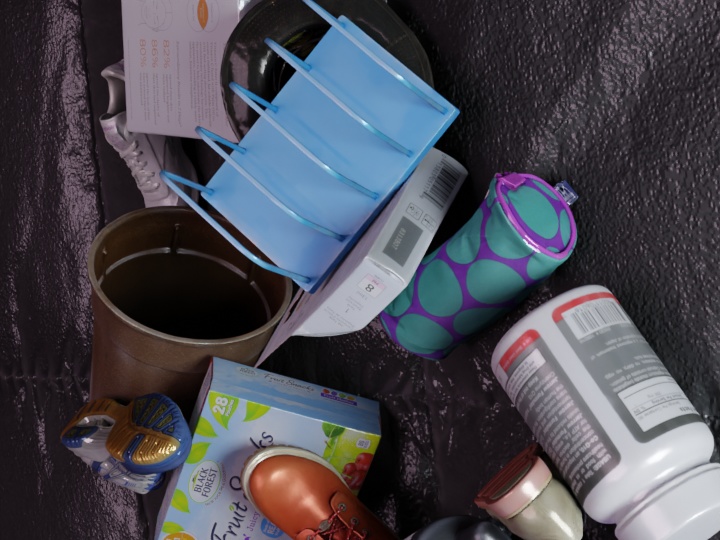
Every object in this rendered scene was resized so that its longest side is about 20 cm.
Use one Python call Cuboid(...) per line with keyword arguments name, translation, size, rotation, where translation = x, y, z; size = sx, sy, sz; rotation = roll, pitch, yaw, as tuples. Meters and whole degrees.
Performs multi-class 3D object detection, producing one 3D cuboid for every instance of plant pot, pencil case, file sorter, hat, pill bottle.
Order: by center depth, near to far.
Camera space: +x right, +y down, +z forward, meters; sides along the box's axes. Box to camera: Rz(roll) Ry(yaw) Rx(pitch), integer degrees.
Cuboid(name="pill bottle", translation=(0.197, 0.120, 1.285), size=(0.200, 0.114, 0.114), rotation=(58, 135, 25))
Cuboid(name="file sorter", translation=(-0.046, -0.107, 1.388), size=(0.139, 0.123, 0.200), rotation=(42, 97, 20))
Cuboid(name="pencil case", translation=(0.095, -0.003, 1.402), size=(0.200, 0.085, 0.093), rotation=(-44, 68, 45))
Cuboid(name="hat", translation=(-0.024, -0.156, 1.500), size=(0.200, 0.081, 0.201), rotation=(-1, 86, 10))
Cuboid(name="plant pot", translation=(-0.185, 0.075, 1.676), size=(0.200, 0.200, 0.199), rotation=(47, 137, 33))

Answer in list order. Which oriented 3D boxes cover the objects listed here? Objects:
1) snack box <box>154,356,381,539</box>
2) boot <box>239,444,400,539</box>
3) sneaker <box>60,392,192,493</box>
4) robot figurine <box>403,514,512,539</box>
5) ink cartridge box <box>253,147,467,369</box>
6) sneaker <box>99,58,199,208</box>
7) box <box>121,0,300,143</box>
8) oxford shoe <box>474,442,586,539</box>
Cuboid(name="snack box", translation=(-0.090, 0.197, 1.587), size=(0.068, 0.168, 0.200), rotation=(-93, 22, -63))
Cuboid(name="boot", translation=(-0.019, 0.231, 1.503), size=(0.075, 0.200, 0.107), rotation=(-50, 23, 0))
Cuboid(name="sneaker", translation=(-0.201, 0.169, 1.584), size=(0.088, 0.075, 0.200), rotation=(51, 155, -23))
Cuboid(name="robot figurine", translation=(0.064, 0.274, 1.385), size=(0.200, 0.150, 0.125), rotation=(-44, 55, 53))
Cuboid(name="ink cartridge box", translation=(0.000, 0.000, 1.461), size=(0.057, 0.163, 0.200), rotation=(34, 135, -5))
Cuboid(name="sneaker", translation=(-0.226, -0.124, 1.744), size=(0.075, 0.100, 0.200), rotation=(-5, 95, 48))
Cuboid(name="box", translation=(-0.131, -0.205, 1.609), size=(0.200, 0.106, 0.153), rotation=(11, 106, 48))
Cuboid(name="oxford shoe", translation=(0.139, 0.189, 1.344), size=(0.071, 0.200, 0.074), rotation=(-44, 87, 5))
